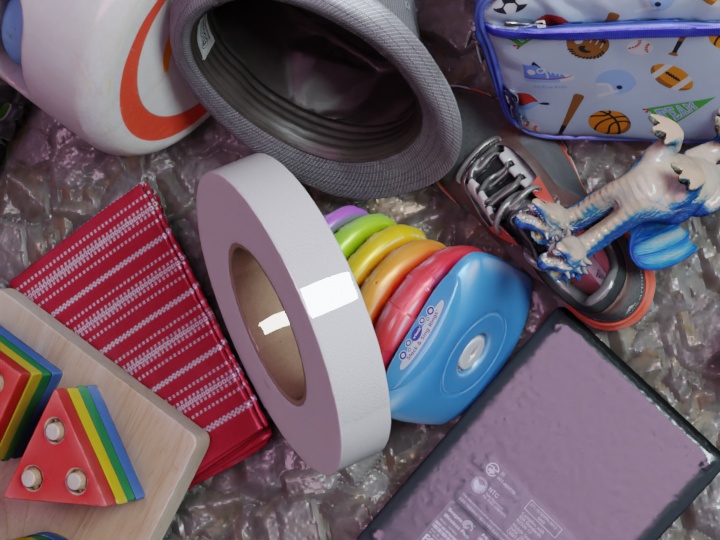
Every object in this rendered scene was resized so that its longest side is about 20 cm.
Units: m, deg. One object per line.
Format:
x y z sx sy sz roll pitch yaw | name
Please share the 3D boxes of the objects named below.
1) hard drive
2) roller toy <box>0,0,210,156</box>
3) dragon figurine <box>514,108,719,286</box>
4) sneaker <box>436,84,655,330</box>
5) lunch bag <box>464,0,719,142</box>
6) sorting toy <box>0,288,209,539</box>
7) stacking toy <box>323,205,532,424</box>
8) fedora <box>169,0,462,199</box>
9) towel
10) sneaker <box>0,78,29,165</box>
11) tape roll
0.111 0.143 0.984 0.139 0.033 0.200 43 102 15 | hard drive
-0.155 -0.184 1.021 0.139 0.182 0.201 35 99 20 | roller toy
0.179 -0.041 0.919 0.099 0.199 0.059 -46 61 44 | dragon figurine
0.102 -0.048 0.973 0.200 0.082 0.077 44 102 19 | sneaker
0.160 -0.142 0.912 0.198 0.161 0.076 0 61 15 | lunch bag
-0.233 0.147 1.078 0.198 0.069 0.201 33 103 23 | sorting toy
0.000 0.000 1.010 0.200 0.110 0.117 37 99 30 | stacking toy
-0.021 -0.141 0.970 0.176 0.200 0.091 -19 43 46 | fedora
-0.154 0.060 1.091 0.144 0.022 0.201 -33 75 22 | towel
-0.281 -0.159 1.127 0.115 0.075 0.201 38 101 20 | sneaker
-0.044 0.028 0.971 0.037 0.203 0.204 -23 77 -18 | tape roll
